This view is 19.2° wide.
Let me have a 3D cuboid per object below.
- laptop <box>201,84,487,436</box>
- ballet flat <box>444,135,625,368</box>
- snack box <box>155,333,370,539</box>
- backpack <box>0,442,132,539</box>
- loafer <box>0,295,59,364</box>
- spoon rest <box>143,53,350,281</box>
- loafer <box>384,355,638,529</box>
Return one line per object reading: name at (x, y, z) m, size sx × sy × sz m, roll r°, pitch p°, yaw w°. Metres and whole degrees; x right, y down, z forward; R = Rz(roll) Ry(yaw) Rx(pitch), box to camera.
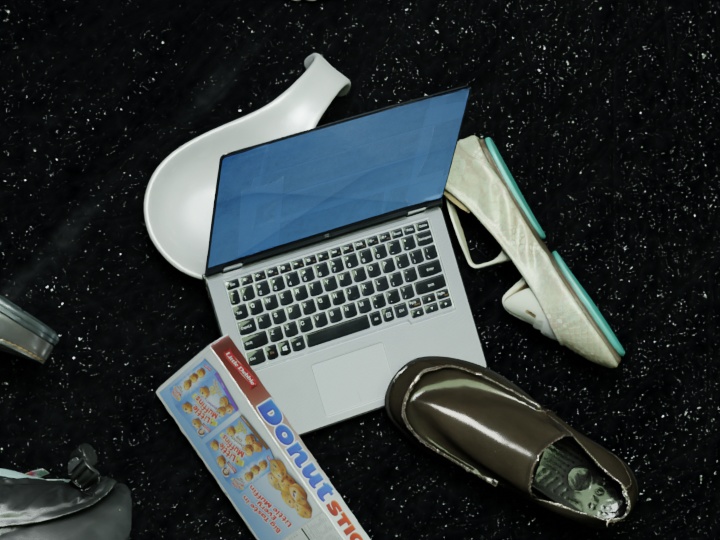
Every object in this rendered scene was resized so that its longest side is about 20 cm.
laptop at (0.000, 0.000, 1.454) m, size 0.187 × 0.116 × 0.201 m, roll -17°, pitch 92°, yaw -21°
ballet flat at (0.116, -0.004, 1.549) m, size 0.062 × 0.067 × 0.200 m, roll -33°, pitch 80°, yaw 6°
snack box at (-0.059, 0.144, 1.441) m, size 0.024 × 0.072 × 0.200 m, roll -30°, pitch 83°, yaw -48°
backpack at (-0.252, 0.199, 1.343) m, size 0.199 × 0.127 × 0.167 m, roll 8°, pitch 55°, yaw -14°
loafer at (-0.300, 0.032, 1.414) m, size 0.200 × 0.073 × 0.072 m, roll 18°, pitch 79°, yaw 0°
spoon rest at (-0.074, -0.079, 1.509) m, size 0.099 × 0.061 × 0.200 m, roll 39°, pitch 67°, yaw -4°
loafer at (0.112, 0.119, 1.488) m, size 0.200 × 0.071 × 0.073 m, roll 25°, pitch 88°, yaw -8°
